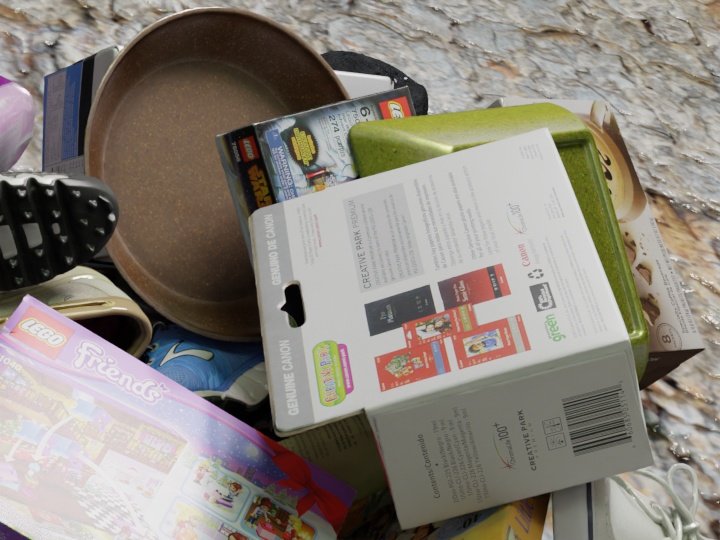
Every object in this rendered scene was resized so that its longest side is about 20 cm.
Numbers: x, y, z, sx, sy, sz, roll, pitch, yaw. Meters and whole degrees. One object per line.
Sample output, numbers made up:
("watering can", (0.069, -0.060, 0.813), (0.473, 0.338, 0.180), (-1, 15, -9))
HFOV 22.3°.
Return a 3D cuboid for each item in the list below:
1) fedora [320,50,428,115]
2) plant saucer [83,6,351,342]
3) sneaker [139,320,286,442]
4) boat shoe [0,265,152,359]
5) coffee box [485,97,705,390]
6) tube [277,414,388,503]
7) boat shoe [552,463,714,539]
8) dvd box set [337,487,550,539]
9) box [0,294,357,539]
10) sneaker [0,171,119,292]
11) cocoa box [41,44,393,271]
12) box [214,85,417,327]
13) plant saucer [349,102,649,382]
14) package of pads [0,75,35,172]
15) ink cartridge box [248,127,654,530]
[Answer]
("fedora", (-0.011, -0.114, 1.422), (0.200, 0.092, 0.201), (16, 28, -9))
("plant saucer", (-0.083, -0.056, 1.092), (0.200, 0.201, 0.037), (0, -6, -35))
("sneaker", (-0.107, 0.080, 1.050), (0.089, 0.079, 0.200), (25, 19, 22))
("boat shoe", (-0.200, 0.056, 0.965), (0.200, 0.074, 0.066), (-31, 33, -31))
("coffee box", (0.146, -0.015, 1.280), (0.113, 0.080, 0.201), (-1, 65, -38))
("tube", (-0.003, 0.103, 0.986), (0.199, 0.052, 0.058), (-22, 53, -7))
("boat shoe", (0.155, 0.146, 0.983), (0.086, 0.202, 0.075), (-3, 62, 15))
("dvd box set", (0.035, 0.141, 0.961), (0.029, 0.146, 0.200), (51, 26, -13))
("box", (-0.111, 0.111, 0.886), (0.200, 0.039, 0.137), (31, 39, -3))
("sneaker", (-0.232, -0.025, 0.982), (0.199, 0.067, 0.091), (-15, 32, -9))
("cocoa box", (-0.095, -0.064, 1.190), (0.199, 0.134, 0.131), (3, -5, -30))
("box", (0.000, 0.000, 1.086), (0.040, 0.201, 0.137), (-13, 5, 44))
("plant saucer", (0.101, -0.008, 1.115), (0.199, 0.048, 0.201), (-11, 84, -45))
("package of pads", (-0.304, -0.080, 1.184), (0.120, 0.076, 0.200), (26, 28, 3))
("ink cartridge box", (0.040, 0.030, 0.948), (0.175, 0.084, 0.200), (-14, 35, 3))
